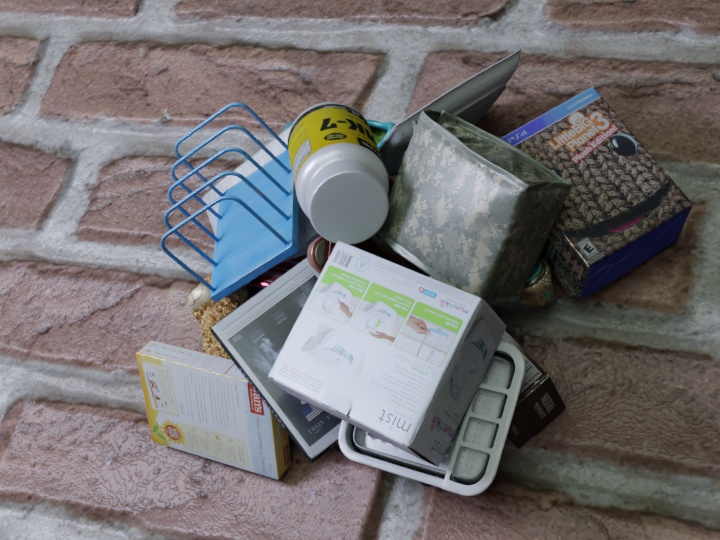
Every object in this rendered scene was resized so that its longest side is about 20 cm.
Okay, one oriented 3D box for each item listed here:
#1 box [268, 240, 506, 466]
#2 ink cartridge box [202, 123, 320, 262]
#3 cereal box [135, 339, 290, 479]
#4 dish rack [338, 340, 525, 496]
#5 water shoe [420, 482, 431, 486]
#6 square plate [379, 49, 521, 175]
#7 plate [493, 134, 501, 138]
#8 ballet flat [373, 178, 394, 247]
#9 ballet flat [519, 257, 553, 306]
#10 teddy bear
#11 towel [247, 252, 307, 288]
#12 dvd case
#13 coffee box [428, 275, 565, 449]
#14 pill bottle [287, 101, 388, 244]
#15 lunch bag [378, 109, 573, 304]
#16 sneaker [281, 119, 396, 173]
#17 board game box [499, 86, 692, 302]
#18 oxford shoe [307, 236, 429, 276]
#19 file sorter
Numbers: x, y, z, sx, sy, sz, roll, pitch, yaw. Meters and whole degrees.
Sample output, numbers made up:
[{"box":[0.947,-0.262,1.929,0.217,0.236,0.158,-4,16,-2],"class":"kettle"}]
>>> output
[{"box":[0.028,0.089,1.277,0.199,0.097,0.178,21,79,32],"class":"box"},{"box":[-0.114,-0.085,1.596,0.199,0.047,0.161,-35,65,25],"class":"ink cartridge box"},{"box":[-0.185,0.175,1.468,0.198,0.145,0.040,12,33,24],"class":"cereal box"},{"box":[0.084,0.153,1.307,0.198,0.043,0.173,12,77,29],"class":"dish rack"},{"box":[0.024,0.192,1.411,0.071,0.079,0.200,-39,56,-19],"class":"water shoe"},{"box":[0.108,-0.192,1.493,0.197,0.200,0.029,-32,85,-15],"class":"square plate"},{"box":[0.121,-0.115,1.532,0.198,0.026,0.201,-19,44,18],"class":"plate"},{"box":[0.021,-0.089,1.533,0.067,0.056,0.200,-58,27,11],"class":"ballet flat"},{"box":[0.171,-0.005,1.459,0.070,0.065,0.200,-40,37,-8],"class":"ballet flat"},{"box":[-0.183,0.081,1.525,0.066,0.145,0.202,-2,63,-22],"class":"teddy bear"},{"box":[-0.092,-0.068,1.607,0.143,0.022,0.202,10,77,23],"class":"towel"},{"box":[-0.061,0.104,1.385,0.150,0.025,0.200,-36,76,-16],"class":"dvd case"},{"box":[0.144,0.104,1.393,0.080,0.113,0.200,-41,59,-3],"class":"coffee box"},{"box":[-0.026,-0.119,1.420,0.113,0.115,0.201,-27,30,6],"class":"pill bottle"},{"box":[0.120,-0.077,1.359,0.200,0.117,0.165,37,117,33],"class":"lunch bag"},{"box":[-0.023,-0.191,1.624,0.198,0.080,0.078,6,67,24],"class":"sneaker"},{"box":[0.273,-0.094,1.416,0.158,0.097,0.201,-30,66,-13],"class":"board game box"},{"box":[0.000,0.000,1.458,0.074,0.199,0.071,0,76,47],"class":"oxford shoe"},{"box":[-0.168,-0.093,1.483,0.138,0.123,0.201,-31,38,25],"class":"file sorter"}]
